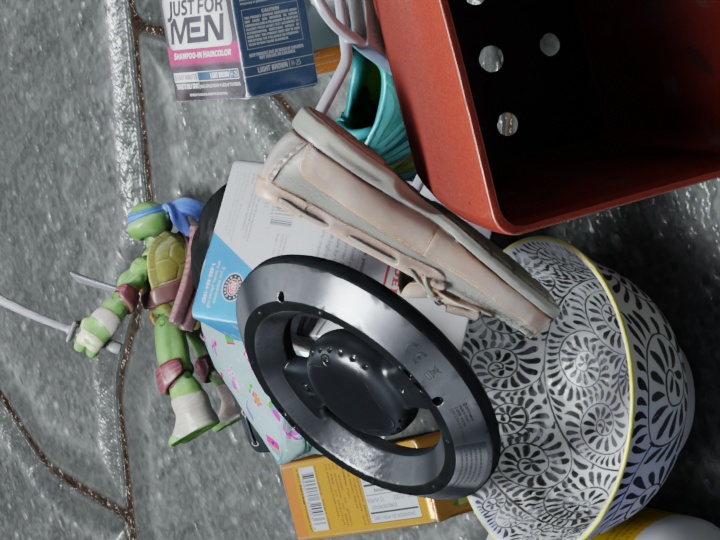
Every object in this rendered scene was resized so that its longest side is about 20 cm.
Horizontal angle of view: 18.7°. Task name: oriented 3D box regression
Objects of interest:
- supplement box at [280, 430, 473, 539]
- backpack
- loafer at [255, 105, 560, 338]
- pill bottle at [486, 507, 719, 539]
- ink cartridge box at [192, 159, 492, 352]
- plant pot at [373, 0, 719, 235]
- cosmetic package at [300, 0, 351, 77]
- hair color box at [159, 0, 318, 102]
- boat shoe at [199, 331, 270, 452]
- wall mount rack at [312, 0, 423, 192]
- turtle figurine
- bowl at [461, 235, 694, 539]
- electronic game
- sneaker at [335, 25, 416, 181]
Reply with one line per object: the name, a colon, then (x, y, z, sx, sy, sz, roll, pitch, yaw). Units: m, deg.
supplement box: (0.020, 0.159, 1.632, 0.200, 0.067, 0.069, -14, 89, 56)
backpack: (-0.044, 0.044, 1.589, 0.200, 0.127, 0.167, 55, 165, 35)
loafer: (0.027, -0.017, 1.303, 0.200, 0.063, 0.072, 38, -174, -13)
pill bottle: (0.174, 0.201, 1.389, 0.200, 0.104, 0.104, 4, 107, 55)
ink cartridge box: (0.000, 0.000, 1.457, 0.200, 0.067, 0.116, 9, 76, 26)
plant pot: (0.109, -0.134, 1.273, 0.176, 0.200, 0.200, 173, 82, -69)
cosmetic package: (-0.025, -0.201, 1.510, 0.200, 0.101, 0.071, -42, 69, 55)
hair color box: (-0.093, -0.215, 1.458, 0.100, 0.060, 0.200, 3, 104, 56)
boat shoe: (-0.091, 0.054, 1.736, 0.062, 0.075, 0.200, -21, 90, 25)
wall mount rack: (0.002, -0.113, 1.371, 0.075, 0.200, 0.174, -21, 60, 29)
turtle figurine: (-0.179, 0.054, 1.815, 0.194, 0.200, 0.144, 64, 180, 7)
bowl: (0.146, 0.080, 1.368, 0.201, 0.094, 0.201, -9, 80, 59)
electronic game: (0.003, 0.069, 1.381, 0.200, 0.042, 0.200, 29, 147, 22)
sneaker: (0.013, -0.088, 1.522, 0.077, 0.080, 0.200, 29, 127, 47)
